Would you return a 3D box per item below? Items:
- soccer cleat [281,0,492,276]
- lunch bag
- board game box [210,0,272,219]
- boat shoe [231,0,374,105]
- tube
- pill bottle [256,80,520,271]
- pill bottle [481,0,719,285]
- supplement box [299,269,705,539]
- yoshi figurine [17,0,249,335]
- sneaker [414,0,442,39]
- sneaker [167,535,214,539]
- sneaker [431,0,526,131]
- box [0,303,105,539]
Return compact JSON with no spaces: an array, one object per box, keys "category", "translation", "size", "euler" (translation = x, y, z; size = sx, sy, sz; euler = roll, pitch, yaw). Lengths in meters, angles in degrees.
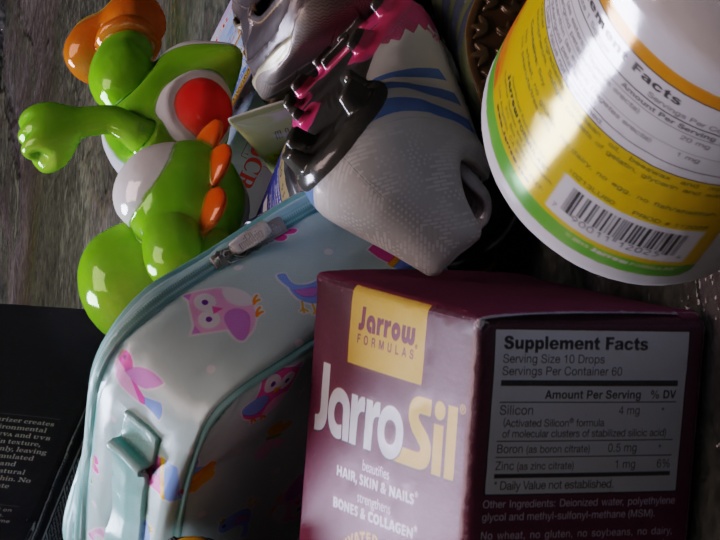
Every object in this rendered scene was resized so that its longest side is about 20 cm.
[{"category":"soccer cleat","translation":[0.015,-0.052,1.223],"size":[0.070,0.086,0.200],"euler":[-45,11,17]},{"category":"lunch bag","translation":[-0.048,0.060,1.258],"size":[0.077,0.160,0.200],"euler":[44,146,25]},{"category":"board game box","translation":[-0.050,-0.107,1.603],"size":[0.201,0.041,0.200],"euler":[-62,14,12]},{"category":"boat shoe","translation":[-0.033,-0.124,1.387],"size":[0.074,0.074,0.200],"euler":[62,171,0]},{"category":"tube","translation":[-0.015,-0.054,1.463],"size":[0.058,0.052,0.200],"euler":[-58,-13,-11]},{"category":"pill bottle","translation":[0.000,0.000,1.401],"size":[0.200,0.111,0.112],"euler":[116,153,-57]},{"category":"pill bottle","translation":[0.116,-0.084,0.942],"size":[0.200,0.110,0.112],"euler":[120,150,-61]},{"category":"supplement box","translation":[0.048,0.106,1.144],"size":[0.131,0.103,0.201],"euler":[13,101,61]},{"category":"yoshi figurine","translation":[-0.105,-0.038,1.447],"size":[0.200,0.112,0.112],"euler":[-103,6,-52]},{"category":"sneaker","translation":[0.024,-0.191,1.395],"size":[0.200,0.066,0.091],"euler":[90,-178,-65]},{"category":"sneaker","translation":[-0.044,0.143,1.207],"size":[0.078,0.200,0.083],"euler":[17,114,31]},{"category":"sneaker","translation":[0.069,-0.102,1.261],"size":[0.090,0.067,0.201],"euler":[89,171,-56]},{"category":"box","translation":[-0.186,0.152,1.509],"size":[0.199,0.123,0.201],"euler":[-70,-19,-56]}]
